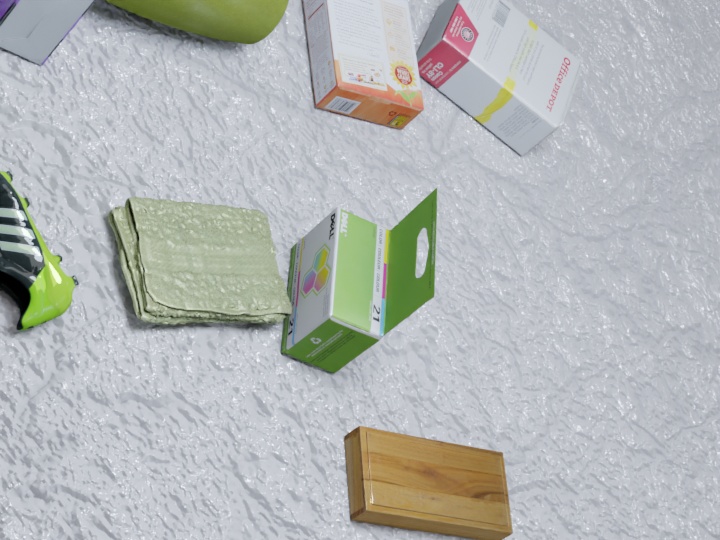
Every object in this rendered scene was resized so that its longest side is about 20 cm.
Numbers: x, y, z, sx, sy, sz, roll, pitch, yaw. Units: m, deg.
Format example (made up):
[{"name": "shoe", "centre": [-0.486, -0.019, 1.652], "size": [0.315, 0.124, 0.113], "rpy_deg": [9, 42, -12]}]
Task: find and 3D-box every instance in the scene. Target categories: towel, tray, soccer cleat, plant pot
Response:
[{"name": "towel", "centre": [-0.173, -0.008, 1.780], "size": [0.199, 0.036, 0.149], "rpy_deg": [1, 63, -36]}, {"name": "tray", "centre": [0.078, 0.239, 1.821], "size": [0.199, 0.037, 0.099], "rpy_deg": [14, 57, -31]}, {"name": "soccer cleat", "centre": [-0.364, -0.034, 1.636], "size": [0.081, 0.067, 0.201], "rpy_deg": [-32, 86, -31]}, {"name": "plant pot", "centre": [-0.184, -0.351, 1.901], "size": [0.199, 0.186, 0.188], "rpy_deg": [30, 48, -39]}]

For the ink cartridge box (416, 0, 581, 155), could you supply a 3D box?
[{"name": "ink cartridge box", "centre": [0.183, -0.273, 2.174], "size": [0.199, 0.083, 0.146], "rpy_deg": [37, 48, -14]}]

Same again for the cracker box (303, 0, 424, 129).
[{"name": "cracker box", "centre": [0.001, -0.288, 2.065], "size": [0.133, 0.058, 0.201], "rpy_deg": [12, 59, -32]}]

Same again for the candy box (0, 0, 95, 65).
[{"name": "candy box", "centre": [-0.327, -0.355, 1.781], "size": [0.071, 0.168, 0.201], "rpy_deg": [23, 52, -27]}]

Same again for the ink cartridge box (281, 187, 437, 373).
[{"name": "ink cartridge box", "centre": [0.000, 0.000, 1.792], "size": [0.075, 0.200, 0.149], "rpy_deg": [22, 52, -25]}]
